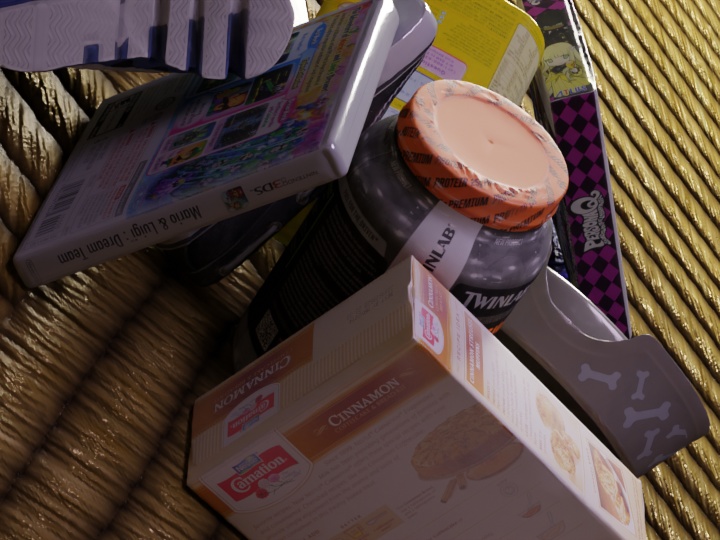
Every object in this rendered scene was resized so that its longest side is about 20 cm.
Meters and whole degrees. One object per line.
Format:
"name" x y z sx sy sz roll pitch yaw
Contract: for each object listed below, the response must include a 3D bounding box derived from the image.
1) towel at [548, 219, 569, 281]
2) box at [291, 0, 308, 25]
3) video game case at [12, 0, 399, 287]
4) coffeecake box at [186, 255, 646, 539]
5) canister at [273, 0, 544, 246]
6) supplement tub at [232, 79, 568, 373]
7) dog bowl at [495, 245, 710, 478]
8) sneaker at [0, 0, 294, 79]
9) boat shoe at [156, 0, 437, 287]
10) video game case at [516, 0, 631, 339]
"towel" 0.081 -0.039 1.823 0.200 0.049 0.148 5 56 -62
"box" -0.078 -0.170 1.698 0.110 0.035 0.200 37 30 -38
"video game case" -0.076 -0.071 1.390 0.024 0.182 0.200 64 20 -22
"coffeecake box" 0.031 0.112 1.401 0.200 0.153 0.073 44 25 -27
"canister" 0.019 -0.095 1.608 0.148 0.087 0.200 28 47 -1
"supplement tub" 0.023 0.001 1.441 0.122 0.200 0.123 21 37 -17
"dog bowl" 0.121 0.050 1.629 0.200 0.059 0.200 44 -8 8
"sneaker" -0.140 -0.139 1.432 0.199 0.081 0.115 9 1 -9
"boat shoe" -0.029 -0.069 1.477 0.068 0.200 0.072 51 -6 -29
"video game case" 0.140 -0.081 1.766 0.181 0.036 0.200 -98 177 -54
